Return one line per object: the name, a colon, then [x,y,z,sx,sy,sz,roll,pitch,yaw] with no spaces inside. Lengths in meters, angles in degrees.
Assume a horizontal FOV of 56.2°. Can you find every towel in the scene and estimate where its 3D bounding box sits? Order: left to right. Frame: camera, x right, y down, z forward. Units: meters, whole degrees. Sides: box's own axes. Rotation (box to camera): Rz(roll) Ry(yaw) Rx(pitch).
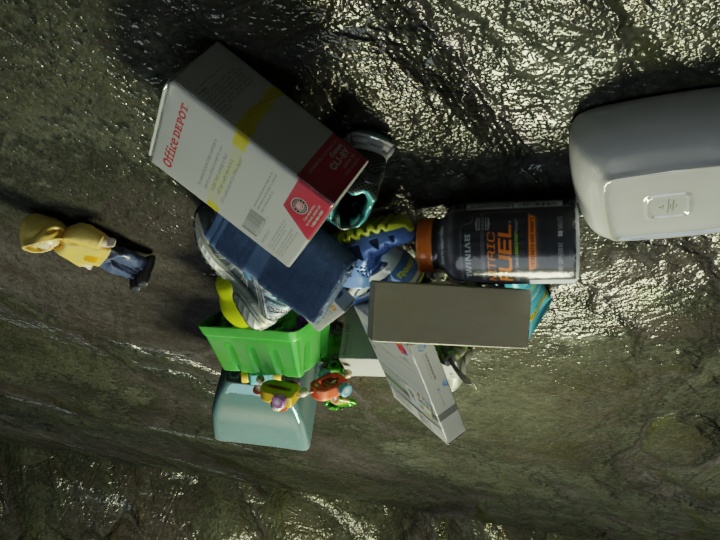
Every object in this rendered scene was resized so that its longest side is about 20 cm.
towel: [-0.103,-0.030,0.871,0.200,0.049,0.112,37,110,13]

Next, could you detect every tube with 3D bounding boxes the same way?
tube: [0.243,0.025,0.995,0.050,0.078,0.200,29,166,39]

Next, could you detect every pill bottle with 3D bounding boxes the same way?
pill bottle: [0.172,-0.034,0.857,0.199,0.107,0.106,-2,150,15]

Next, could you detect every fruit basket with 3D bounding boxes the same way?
fruit basket: [-0.161,0.064,1.098,0.215,0.155,0.217,10,113,25]

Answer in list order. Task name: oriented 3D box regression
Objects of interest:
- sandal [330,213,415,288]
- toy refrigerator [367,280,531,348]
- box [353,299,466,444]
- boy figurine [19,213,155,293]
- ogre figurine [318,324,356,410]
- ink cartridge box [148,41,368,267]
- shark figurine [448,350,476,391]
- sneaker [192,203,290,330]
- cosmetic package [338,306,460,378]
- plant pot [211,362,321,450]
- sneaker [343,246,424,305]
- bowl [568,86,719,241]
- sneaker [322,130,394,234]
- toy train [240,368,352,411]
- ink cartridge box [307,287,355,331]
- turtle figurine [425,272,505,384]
sandal: [-0.009,-0.015,0.902,0.199,0.087,0.079,-22,-175,33]
toy refrigerator: [0.111,0.055,0.870,0.199,0.076,0.070,3,180,-5]
box: [0.074,0.146,1.015,0.156,0.041,0.201,32,152,55]
boy figurine: [-0.421,-0.032,1.046,0.200,0.065,0.124,26,149,-36]
ogre figurine: [-0.045,0.184,1.291,0.098,0.120,0.200,-7,150,17]
ink cartridge box: [-0.114,-0.119,0.722,0.200,0.084,0.145,38,146,-5]
shark figurine: [0.178,0.189,1.301,0.128,0.089,0.215,36,148,19]
sneaker: [-0.158,-0.017,0.962,0.086,0.078,0.200,-27,106,15]
cosmetic package: [0.072,0.124,1.168,0.199,0.108,0.085,-1,150,13]
plant pot: [-0.185,0.211,1.311,0.195,0.197,0.200,6,145,3]
sneaker: [0.000,0.000,0.999,0.199,0.074,0.082,-14,131,41]
bowl: [0.334,-0.098,0.738,0.199,0.075,0.200,-4,151,21]
sneaker: [-0.025,-0.084,0.826,0.077,0.092,0.200,14,151,-14]
toy train: [-0.115,0.192,1.157,0.150,0.056,0.200,-20,-149,-40]
ink cartridge box: [-0.104,-0.001,1.005,0.200,0.037,0.095,44,144,-5]
turtle figurine: [0.109,0.064,1.015,0.194,0.200,0.144,-22,109,49]
